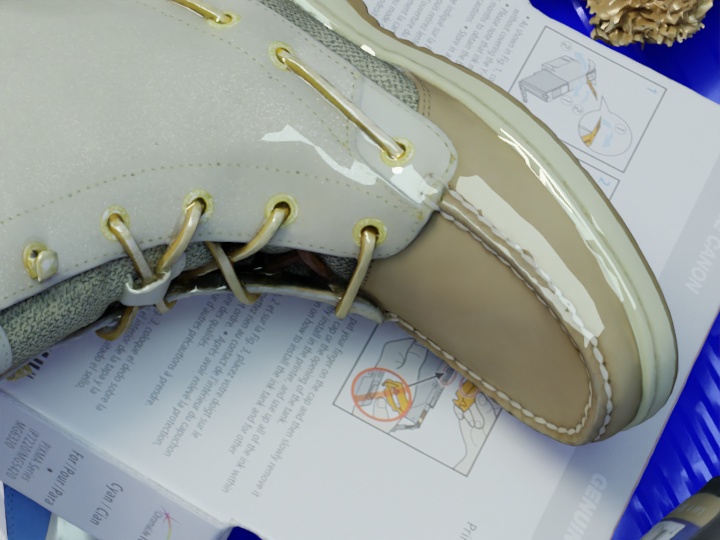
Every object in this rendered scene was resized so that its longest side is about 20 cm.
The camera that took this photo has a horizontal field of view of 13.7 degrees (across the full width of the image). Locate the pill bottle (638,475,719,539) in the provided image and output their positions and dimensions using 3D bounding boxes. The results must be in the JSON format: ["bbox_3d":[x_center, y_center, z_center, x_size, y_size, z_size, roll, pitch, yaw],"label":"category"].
[{"bbox_3d":[0.056,0.150,0.743,0.200,0.112,0.112,-39,73,-11],"label":"pill bottle"}]

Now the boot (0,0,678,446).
[{"bbox_3d":[-0.039,-0.004,0.705,0.200,0.072,0.155,43,54,16],"label":"boot"}]

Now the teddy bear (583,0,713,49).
[{"bbox_3d":[0.038,-0.135,0.886,0.200,0.067,0.145,13,61,14],"label":"teddy bear"}]

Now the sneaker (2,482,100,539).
[{"bbox_3d":[-0.115,0.006,0.820,0.111,0.077,0.200,1,65,-4],"label":"sneaker"}]

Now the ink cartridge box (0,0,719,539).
[{"bbox_3d":[0.000,0.000,0.787,0.176,0.045,0.200,30,54,0],"label":"ink cartridge box"}]
